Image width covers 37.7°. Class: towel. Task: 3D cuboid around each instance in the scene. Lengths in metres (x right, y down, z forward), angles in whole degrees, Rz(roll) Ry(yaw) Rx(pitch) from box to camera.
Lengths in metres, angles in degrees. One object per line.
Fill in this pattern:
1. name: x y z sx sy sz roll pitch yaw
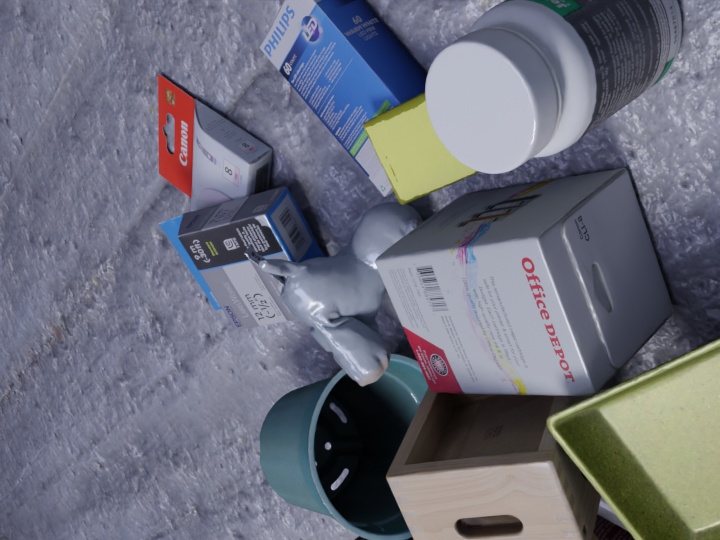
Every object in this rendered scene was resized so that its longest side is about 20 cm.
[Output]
1. towel: 0.101 -0.132 0.930 0.198 0.018 0.087 -22 97 30

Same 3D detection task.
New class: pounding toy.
1. pounding toy: 0.151 0.189 0.937 0.198 0.185 0.144 -12 115 29

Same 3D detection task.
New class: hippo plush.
1. hippo plush: 0.000 0.000 1.093 0.201 0.161 0.159 50 174 -19

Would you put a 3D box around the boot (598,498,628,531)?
1. boot: 0.279 0.242 0.951 0.199 0.181 0.073 37 112 19

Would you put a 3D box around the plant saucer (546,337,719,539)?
1. plant saucer: 0.281 0.141 0.822 0.199 0.048 0.201 -32 104 34

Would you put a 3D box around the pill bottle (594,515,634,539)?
1. pill bottle: 0.245 0.304 1.068 0.198 0.114 0.116 17 129 40

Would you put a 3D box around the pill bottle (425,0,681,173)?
1. pill bottle: 0.143 -0.153 0.774 0.112 0.199 0.114 25 133 32

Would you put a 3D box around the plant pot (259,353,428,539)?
1. plant pot: -0.016 0.205 1.231 0.195 0.199 0.202 -15 106 59

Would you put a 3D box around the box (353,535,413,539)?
1. box: 0.073 0.359 1.173 0.199 0.105 0.123 -3 117 62

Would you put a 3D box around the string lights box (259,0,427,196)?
1. string lights box: -0.002 -0.184 1.025 0.201 0.059 0.103 51 142 7

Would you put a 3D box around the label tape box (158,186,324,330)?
1. label tape box: -0.143 -0.005 1.243 0.198 0.066 0.144 -12 120 31

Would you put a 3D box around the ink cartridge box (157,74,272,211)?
1. ink cartridge box: -0.196 -0.121 1.291 0.199 0.057 0.164 32 137 21

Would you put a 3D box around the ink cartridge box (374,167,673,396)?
1. ink cartridge box: 0.146 0.013 0.938 0.199 0.144 0.147 -5 113 50
